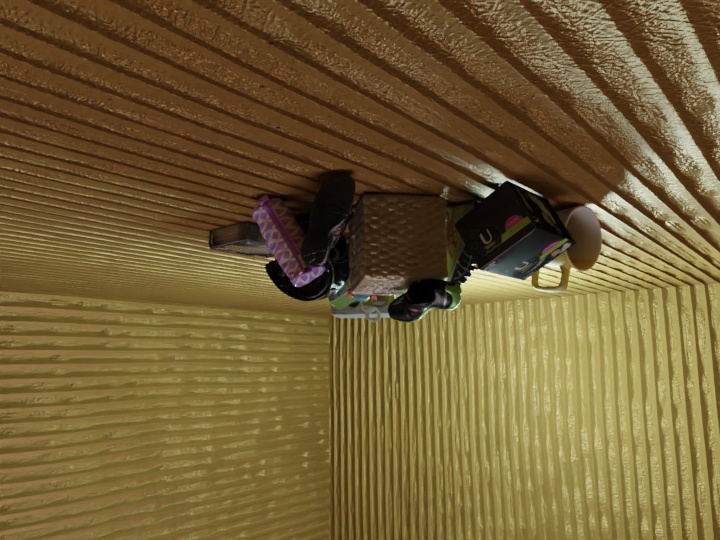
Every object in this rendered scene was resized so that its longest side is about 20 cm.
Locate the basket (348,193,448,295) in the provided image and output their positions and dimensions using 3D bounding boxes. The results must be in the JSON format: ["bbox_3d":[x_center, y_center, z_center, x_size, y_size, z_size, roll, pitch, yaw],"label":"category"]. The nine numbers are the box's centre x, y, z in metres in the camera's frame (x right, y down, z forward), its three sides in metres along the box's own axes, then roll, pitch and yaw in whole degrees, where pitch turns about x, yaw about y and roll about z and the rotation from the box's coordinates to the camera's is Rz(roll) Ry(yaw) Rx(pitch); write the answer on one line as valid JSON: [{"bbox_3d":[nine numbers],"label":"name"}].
[{"bbox_3d":[0.084,-0.053,1.294,0.199,0.199,0.161,2,168,-11],"label":"basket"}]

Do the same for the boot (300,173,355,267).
[{"bbox_3d":[-0.051,-0.118,1.185,0.073,0.201,0.151,22,-153,3],"label":"boot"}]

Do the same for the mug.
[{"bbox_3d":[0.453,-0.061,1.395,0.153,0.187,0.150,1,132,53],"label":"mug"}]

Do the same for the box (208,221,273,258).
[{"bbox_3d":[-0.275,-0.077,1.575,0.158,0.049,0.199,-7,169,39],"label":"box"}]

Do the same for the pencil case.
[{"bbox_3d":[-0.153,-0.059,1.245,0.084,0.200,0.086,-35,165,1],"label":"pencil case"}]

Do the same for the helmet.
[{"bbox_3d":[-0.117,-0.031,1.392,0.199,0.201,0.191,-2,-160,10],"label":"helmet"}]

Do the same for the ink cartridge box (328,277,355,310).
[{"bbox_3d":[0.000,0.000,1.473,0.199,0.104,0.059,-31,148,8],"label":"ink cartridge box"}]

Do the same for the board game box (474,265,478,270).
[{"bbox_3d":[0.338,-0.040,1.554,0.157,0.039,0.200,-27,158,-15],"label":"board game box"}]

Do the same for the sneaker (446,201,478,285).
[{"bbox_3d":[0.210,-0.056,1.320,0.090,0.201,0.078,7,165,35],"label":"sneaker"}]

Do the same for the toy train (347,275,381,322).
[{"bbox_3d":[0.062,0.017,1.385,0.200,0.150,0.056,-44,169,-13],"label":"toy train"}]

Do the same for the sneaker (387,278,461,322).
[{"bbox_3d":[0.120,0.053,1.224,0.084,0.077,0.200,27,148,-28],"label":"sneaker"}]

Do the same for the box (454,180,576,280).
[{"bbox_3d":[0.325,-0.077,1.236,0.199,0.125,0.148,11,137,-48],"label":"box"}]

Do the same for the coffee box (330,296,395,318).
[{"bbox_3d":[0.012,0.048,1.890,0.198,0.199,0.200,-1,172,4],"label":"coffee box"}]
